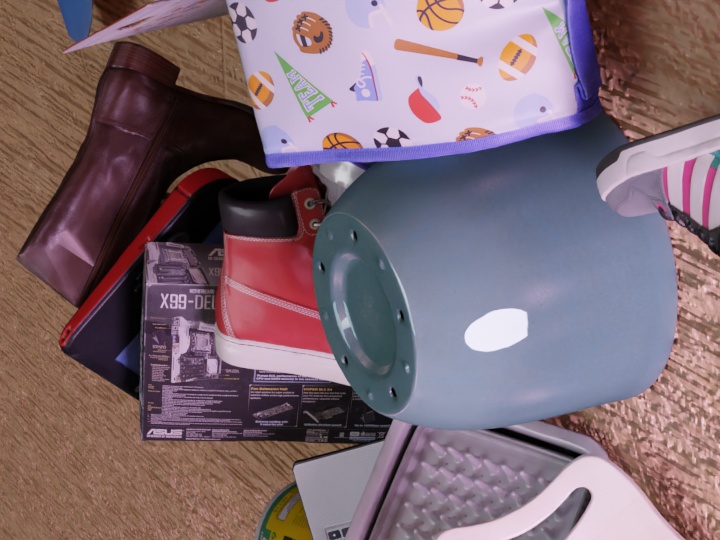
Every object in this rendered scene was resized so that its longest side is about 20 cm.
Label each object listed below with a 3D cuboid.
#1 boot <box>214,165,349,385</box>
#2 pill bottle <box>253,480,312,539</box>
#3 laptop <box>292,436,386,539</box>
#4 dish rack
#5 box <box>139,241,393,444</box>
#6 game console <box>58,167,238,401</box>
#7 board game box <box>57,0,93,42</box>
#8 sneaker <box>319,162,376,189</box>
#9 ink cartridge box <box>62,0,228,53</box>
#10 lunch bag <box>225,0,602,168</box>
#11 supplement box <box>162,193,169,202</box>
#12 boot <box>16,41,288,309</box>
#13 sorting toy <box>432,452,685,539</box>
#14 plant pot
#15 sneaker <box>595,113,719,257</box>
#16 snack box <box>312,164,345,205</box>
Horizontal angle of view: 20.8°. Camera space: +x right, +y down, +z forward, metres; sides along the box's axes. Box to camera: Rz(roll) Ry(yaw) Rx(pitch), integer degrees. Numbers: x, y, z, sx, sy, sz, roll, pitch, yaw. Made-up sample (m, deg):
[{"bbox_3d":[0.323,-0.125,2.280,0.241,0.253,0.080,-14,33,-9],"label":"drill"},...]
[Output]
[{"bbox_3d":[0.000,0.000,1.313,0.073,0.198,0.146,-71,-14,-64],"label":"boot"},{"bbox_3d":[0.005,0.224,1.501,0.200,0.112,0.114,5,110,63],"label":"pill bottle"},{"bbox_3d":[0.040,0.215,1.317,0.186,0.116,0.202,-17,90,24],"label":"laptop"},{"bbox_3d":[0.070,0.190,1.275,0.170,0.043,0.202,15,77,35],"label":"dish rack"},{"bbox_3d":[-0.062,0.056,1.433,0.050,0.198,0.159,-96,9,-49],"label":"box"},{"bbox_3d":[-0.121,0.026,1.490,0.031,0.177,0.200,35,176,35],"label":"game console"},{"bbox_3d":[-0.259,-0.310,1.795,0.158,0.039,0.202,118,136,-62],"label":"board game box"},{"bbox_3d":[0.022,-0.133,1.312,0.200,0.080,0.148,-103,36,-76],"label":"sneaker"},{"bbox_3d":[-0.111,-0.208,1.395,0.200,0.172,0.044,-8,97,64],"label":"ink cartridge box"},{"bbox_3d":[0.033,-0.158,1.117,0.198,0.124,0.171,-2,117,31],"label":"lunch bag"},{"bbox_3d":[-0.184,-0.021,1.737,0.199,0.108,0.062,16,119,60],"label":"supplement box"},{"bbox_3d":[-0.151,-0.044,1.483,0.064,0.185,0.202,-10,56,58],"label":"boot"},{"bbox_3d":[0.132,0.213,1.168,0.181,0.199,0.107,62,175,12],"label":"sorting toy"},{"bbox_3d":[0.068,0.006,1.181,0.200,0.160,0.202,42,142,46],"label":"plant pot"},{"bbox_3d":[0.196,-0.016,1.005,0.200,0.083,0.122,-16,82,64],"label":"sneaker"},{"bbox_3d":[-0.012,-0.006,1.493,0.072,0.024,0.202,45,143,44],"label":"snack box"}]
